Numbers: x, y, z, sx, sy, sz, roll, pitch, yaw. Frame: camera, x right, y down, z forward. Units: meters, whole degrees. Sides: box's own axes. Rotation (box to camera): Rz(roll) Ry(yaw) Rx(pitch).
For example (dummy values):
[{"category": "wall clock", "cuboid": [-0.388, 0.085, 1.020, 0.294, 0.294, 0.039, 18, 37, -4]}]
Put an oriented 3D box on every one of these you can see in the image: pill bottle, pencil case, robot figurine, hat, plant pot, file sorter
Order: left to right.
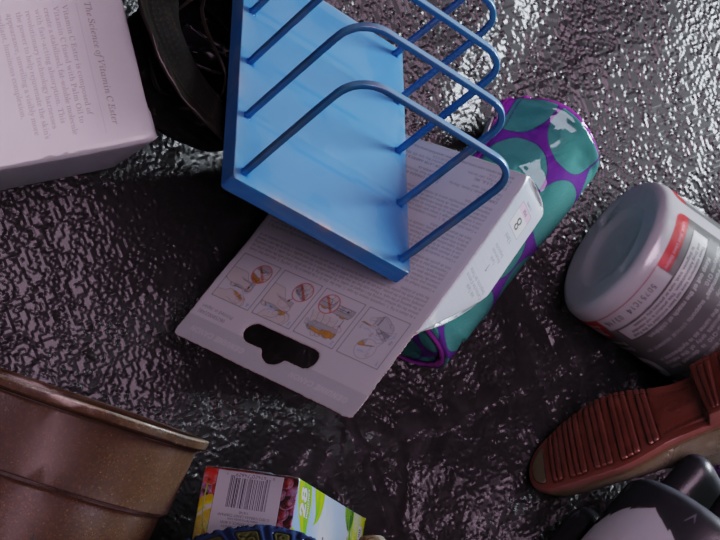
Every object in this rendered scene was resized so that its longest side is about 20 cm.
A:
[{"category": "plant pot", "cuboid": [-0.213, 0.161, 0.975, 0.200, 0.200, 0.199, 20, 83, -20]}, {"category": "hat", "cuboid": [-0.101, -0.127, 1.099, 0.201, 0.081, 0.201, 41, 32, -33]}, {"category": "file sorter", "cuboid": [0.009, -0.126, 1.042, 0.139, 0.123, 0.200, 29, 42, -31]}, {"category": "pencil case", "cuboid": [0.079, -0.030, 1.172, 0.092, 0.085, 0.200, 44, 70, -16]}, {"category": "robot figurine", "cuboid": [0.191, 0.219, 1.113, 0.125, 0.150, 0.200, 43, 77, -3]}, {"category": "pill bottle", "cuboid": [0.258, 0.034, 1.224, 0.200, 0.114, 0.114, 33, 72, -16]}]

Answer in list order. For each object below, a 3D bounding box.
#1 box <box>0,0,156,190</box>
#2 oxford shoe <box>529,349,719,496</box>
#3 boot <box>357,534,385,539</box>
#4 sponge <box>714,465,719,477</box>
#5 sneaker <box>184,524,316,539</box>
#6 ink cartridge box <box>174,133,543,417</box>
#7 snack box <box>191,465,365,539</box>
[{"category": "box", "cuboid": [-0.247, -0.125, 1.032, 0.200, 0.106, 0.153, -13, 89, -23]}, {"category": "oxford shoe", "cuboid": [0.216, 0.122, 1.181, 0.074, 0.200, 0.071, 49, 27, -36]}, {"category": "boot", "cuboid": [0.047, 0.229, 1.070, 0.107, 0.200, 0.075, -9, 47, 0]}, {"category": "sponge", "cuboid": [0.258, 0.234, 1.201, 0.030, 0.112, 0.200, 19, 77, -18]}, {"category": "sneaker", "cuboid": [-0.102, 0.211, 0.925, 0.200, 0.075, 0.088, -21, 129, -16]}, {"category": "ink cartridge box", "cuboid": [0.000, 0.000, 1.097, 0.200, 0.162, 0.057, -56, 142, -16]}, {"category": "snack box", "cuboid": [-0.060, 0.234, 1.029, 0.068, 0.169, 0.200, 4, 74, 16]}]
